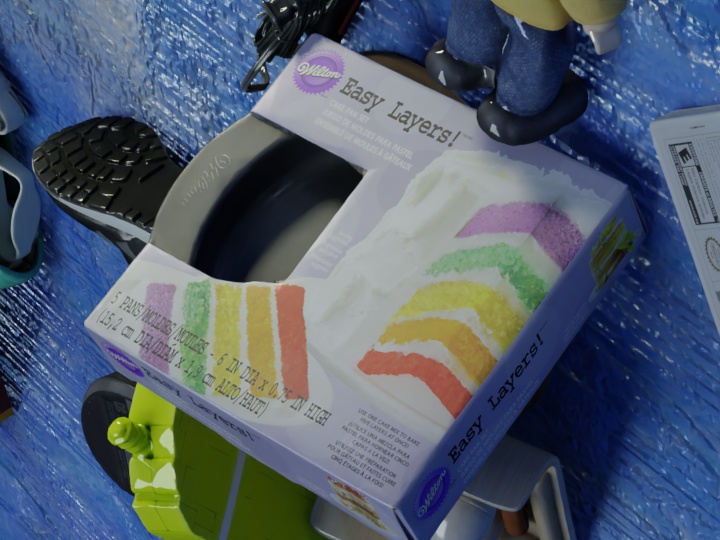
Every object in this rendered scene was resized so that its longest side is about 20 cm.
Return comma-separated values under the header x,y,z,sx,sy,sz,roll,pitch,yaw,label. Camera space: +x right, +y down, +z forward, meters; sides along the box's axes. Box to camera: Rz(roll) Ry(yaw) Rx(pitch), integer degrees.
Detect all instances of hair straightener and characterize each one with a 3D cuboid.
x,y,z,sx,sy,sz,roll,pitch,yaw,label
-0.025,-0.139,1.347,0.041,0.077,0.200,58,151,9,hair straightener

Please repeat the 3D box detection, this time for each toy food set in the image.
x,y,z,sx,sy,sz,roll,pitch,yaw,label
0.025,0.113,1.364,0.143,0.061,0.200,22,160,17,toy food set

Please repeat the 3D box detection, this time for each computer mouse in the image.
x,y,z,sx,sy,sz,roll,pitch,yaw,label
-0.084,0.110,1.678,0.200,0.053,0.139,20,130,39,computer mouse

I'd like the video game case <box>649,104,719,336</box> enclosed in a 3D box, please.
x,y,z,sx,sy,sz,roll,pitch,yaw,label
0.201,-0.004,1.133,0.200,0.018,0.144,-4,108,60,video game case

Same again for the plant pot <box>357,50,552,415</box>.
x,y,z,sx,sy,sz,roll,pitch,yaw,label
0.000,0.000,1.399,0.201,0.093,0.201,41,144,39,plant pot

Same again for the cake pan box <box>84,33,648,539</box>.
x,y,z,sx,sy,sz,roll,pitch,yaw,label
0.000,0.003,1.273,0.200,0.184,0.052,30,162,32,cake pan box

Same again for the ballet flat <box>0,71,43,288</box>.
x,y,z,sx,sy,sz,roll,pitch,yaw,label
-0.236,-0.079,1.781,0.070,0.067,0.201,7,120,30,ballet flat

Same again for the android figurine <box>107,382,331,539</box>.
x,y,z,sx,sy,sz,roll,pitch,yaw,label
-0.058,0.093,1.460,0.041,0.200,0.183,-2,69,37,android figurine

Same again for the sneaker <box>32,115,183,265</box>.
x,y,z,sx,sy,sz,roll,pitch,yaw,label
-0.119,-0.017,1.611,0.200,0.076,0.088,33,145,44,sneaker

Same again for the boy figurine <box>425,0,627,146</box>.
x,y,z,sx,sy,sz,roll,pitch,yaw,label
0.071,-0.151,1.190,0.124,0.064,0.200,47,146,31,boy figurine

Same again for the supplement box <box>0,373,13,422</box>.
x,y,z,sx,sy,sz,roll,pitch,yaw,label
-0.348,0.023,1.908,0.200,0.133,0.197,56,168,16,supplement box
